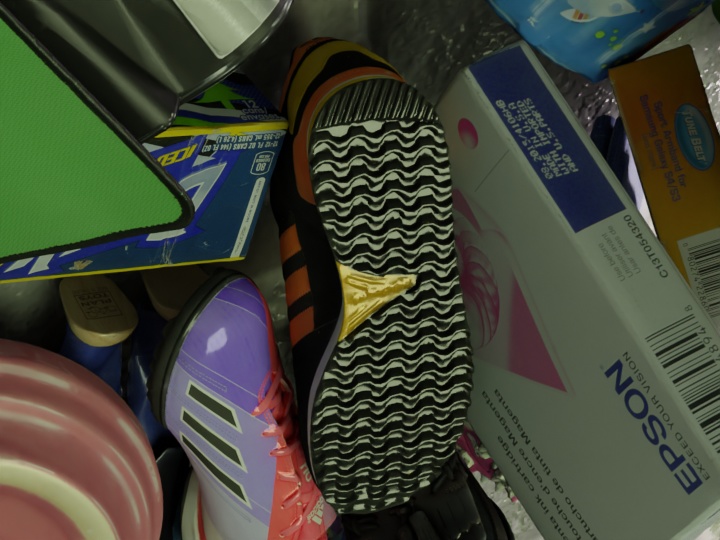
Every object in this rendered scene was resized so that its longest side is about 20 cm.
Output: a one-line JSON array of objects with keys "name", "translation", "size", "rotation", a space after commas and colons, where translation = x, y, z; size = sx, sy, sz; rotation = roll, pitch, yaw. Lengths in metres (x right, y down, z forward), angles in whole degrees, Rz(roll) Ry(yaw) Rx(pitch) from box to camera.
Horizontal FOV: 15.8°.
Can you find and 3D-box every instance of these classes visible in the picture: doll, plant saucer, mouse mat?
[{"name": "doll", "translation": [-0.113, 0.090, 1.132], "size": [0.136, 0.048, 0.201], "rotation": [-14, 131, -30]}, {"name": "plant saucer", "translation": [-0.176, 0.119, 1.065], "size": [0.200, 0.051, 0.201], "rotation": [-10, 128, -13]}, {"name": "mouse mat", "translation": [-0.167, -0.049, 0.816], "size": [0.161, 0.199, 0.008], "rotation": [47, 47, -37]}]

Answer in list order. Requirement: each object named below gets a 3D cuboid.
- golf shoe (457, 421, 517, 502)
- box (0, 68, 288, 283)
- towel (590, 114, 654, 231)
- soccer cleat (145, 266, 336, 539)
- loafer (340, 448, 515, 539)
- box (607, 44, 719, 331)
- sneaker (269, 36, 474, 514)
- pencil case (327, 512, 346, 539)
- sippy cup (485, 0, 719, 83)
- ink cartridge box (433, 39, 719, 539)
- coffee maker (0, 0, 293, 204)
[{"name": "golf shoe", "translation": [0.071, 0.023, 1.220], "size": [0.091, 0.075, 0.200], "rotation": [-42, 148, -20]}, {"name": "box", "translation": [-0.130, -0.041, 0.983], "size": [0.199, 0.064, 0.070], "rotation": [-5, 129, -36]}, {"name": "towel", "translation": [0.130, 0.038, 1.242], "size": [0.200, 0.024, 0.147], "rotation": [62, 35, -52]}, {"name": "soccer cleat", "translation": [-0.041, 0.076, 1.094], "size": [0.068, 0.073, 0.200], "rotation": [-44, 152, -28]}, {"name": "loafer", "translation": [0.013, 0.088, 1.125], "size": [0.072, 0.200, 0.063], "rotation": [-30, 131, 8]}, {"name": "box", "translation": [0.147, -0.015, 1.112], "size": [0.041, 0.120, 0.200], "rotation": [-18, 169, 8]}, {"name": "sneaker", "translation": [0.000, 0.000, 1.058], "size": [0.070, 0.090, 0.201], "rotation": [-9, 119, -14]}, {"name": "pencil case", "translation": [0.046, 0.156, 1.154], "size": [0.078, 0.200, 0.087], "rotation": [3, 109, -31]}, {"name": "sippy cup", "translation": [0.107, -0.152, 1.039], "size": [0.178, 0.140, 0.130], "rotation": [43, 109, -9]}, {"name": "ink cartridge box", "translation": [0.071, 0.037, 1.068], "size": [0.043, 0.197, 0.200], "rotation": [-25, 164, -30]}, {"name": "coffee maker", "translation": [-0.144, -0.129, 0.816], "size": [0.200, 0.191, 0.135], "rotation": [50, 44, -39]}]
